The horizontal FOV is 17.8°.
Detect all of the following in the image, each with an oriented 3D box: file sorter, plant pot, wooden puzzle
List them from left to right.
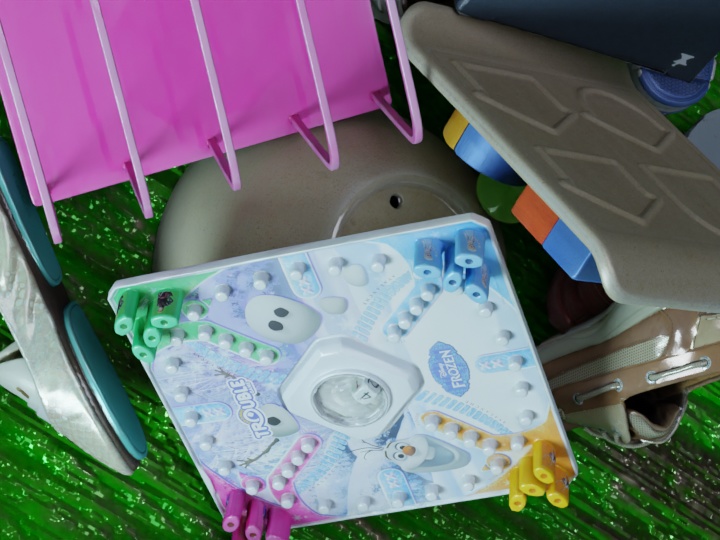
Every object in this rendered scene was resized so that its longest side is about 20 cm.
[{"bbox_3d":[-0.081,-0.109,1.145,0.198,0.125,0.140,-16,111,-7],"label":"file sorter"},{"bbox_3d":[0.000,0.000,1.247,0.199,0.134,0.202,2,85,-21],"label":"plant pot"},{"bbox_3d":[0.122,-0.046,1.161,0.184,0.046,0.200,5,39,-46],"label":"wooden puzzle"}]

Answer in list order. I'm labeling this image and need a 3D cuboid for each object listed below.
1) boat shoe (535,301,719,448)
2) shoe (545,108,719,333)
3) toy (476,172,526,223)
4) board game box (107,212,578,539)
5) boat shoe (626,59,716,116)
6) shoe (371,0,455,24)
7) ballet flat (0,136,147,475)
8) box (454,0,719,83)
[{"bbox_3d":[0.142,0.063,1.264,0.075,0.200,0.072,-7,69,-37],"label":"boat shoe"},{"bbox_3d":[0.181,-0.026,1.358,0.072,0.091,0.200,49,41,2],"label":"shoe"},{"bbox_3d":[0.098,-0.071,1.296,0.047,0.200,0.116,-30,99,22],"label":"toy"},{"bbox_3d":[-0.006,0.066,1.185,0.198,0.026,0.201,-11,133,14],"label":"board game box"},{"bbox_3d":[0.172,-0.188,1.361,0.072,0.072,0.202,14,76,-19],"label":"boat shoe"},{"bbox_3d":[0.051,-0.165,1.272,0.198,0.053,0.070,13,110,15],"label":"shoe"},{"bbox_3d":[-0.179,0.024,1.222,0.062,0.067,0.201,-24,92,7],"label":"ballet flat"},{"bbox_3d":[0.127,-0.222,1.205,0.147,0.107,0.201,13,52,-27],"label":"box"}]
